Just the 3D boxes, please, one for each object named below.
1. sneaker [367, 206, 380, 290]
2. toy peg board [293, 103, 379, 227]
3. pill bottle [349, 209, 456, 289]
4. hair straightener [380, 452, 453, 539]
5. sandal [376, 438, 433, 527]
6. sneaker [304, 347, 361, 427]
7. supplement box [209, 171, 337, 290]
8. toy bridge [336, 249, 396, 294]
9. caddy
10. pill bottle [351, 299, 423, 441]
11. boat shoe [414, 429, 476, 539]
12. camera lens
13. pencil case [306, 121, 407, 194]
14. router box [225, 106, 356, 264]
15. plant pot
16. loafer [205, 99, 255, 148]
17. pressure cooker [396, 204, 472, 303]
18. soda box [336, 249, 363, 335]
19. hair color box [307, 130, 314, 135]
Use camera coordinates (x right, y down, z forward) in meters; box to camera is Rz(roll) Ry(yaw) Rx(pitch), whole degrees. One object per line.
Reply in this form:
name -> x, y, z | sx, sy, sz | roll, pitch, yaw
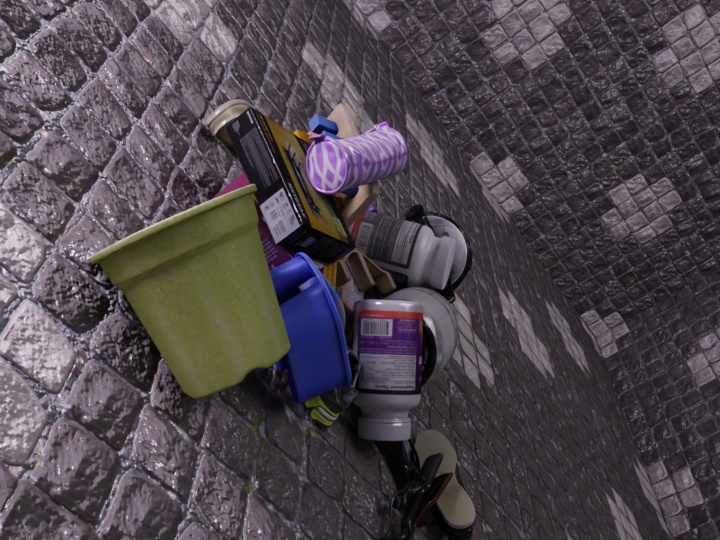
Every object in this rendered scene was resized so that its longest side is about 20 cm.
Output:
sneaker -> 0.022, -0.053, 1.528 | 0.080, 0.083, 0.203 | 35, 32, -45
toy peg board -> -0.088, -0.153, 1.278 | 0.096, 0.199, 0.203 | 12, 46, -41
pill bottle -> 0.072, -0.036, 1.418 | 0.195, 0.119, 0.116 | 16, 17, 12
hair straightener -> 0.075, 0.327, 1.124 | 0.199, 0.040, 0.078 | -35, 99, -52
sandal -> 0.073, 0.299, 1.204 | 0.076, 0.042, 0.203 | 13, 49, -63
sneaker -> -0.038, 0.132, 1.126 | 0.074, 0.080, 0.203 | 41, 26, -38
supplement box -> -0.130, -0.028, 1.107 | 0.200, 0.102, 0.132 | 47, 23, -26
toy bridge -> 0.000, 0.000, 1.278 | 0.199, 0.027, 0.068 | 12, 50, -63
caddy -> -0.067, 0.073, 0.992 | 0.142, 0.103, 0.203 | 53, -21, 43
pill bottle -> 0.039, 0.149, 1.153 | 0.111, 0.109, 0.206 | 10, 81, -63
boat shoe -> 0.135, 0.353, 1.253 | 0.203, 0.072, 0.064 | -112, -165, -50
camera lens -> 0.082, 0.118, 1.314 | 0.162, 0.158, 0.200 | 58, 20, 3
pencil case -> -0.001, -0.170, 1.135 | 0.199, 0.082, 0.088 | -28, 113, -57
router box -> -0.098, -0.117, 1.088 | 0.156, 0.052, 0.203 | 20, 40, -62
plant pot -> -0.171, 0.031, 0.846 | 0.188, 0.197, 0.200 | 67, 19, -7
loafer -> -0.189, -0.233, 1.303 | 0.069, 0.075, 0.199 | 56, 18, 15
pressure cooker -> 0.140, -0.023, 1.562 | 0.173, 0.182, 0.200 | 26, -7, 5
soda box -> -0.037, 0.027, 1.296 | 0.064, 0.068, 0.202 | 47, 23, -27
hair color box -> -0.071, -0.178, 1.520 | 0.111, 0.063, 0.203 | 40, 28, -39
